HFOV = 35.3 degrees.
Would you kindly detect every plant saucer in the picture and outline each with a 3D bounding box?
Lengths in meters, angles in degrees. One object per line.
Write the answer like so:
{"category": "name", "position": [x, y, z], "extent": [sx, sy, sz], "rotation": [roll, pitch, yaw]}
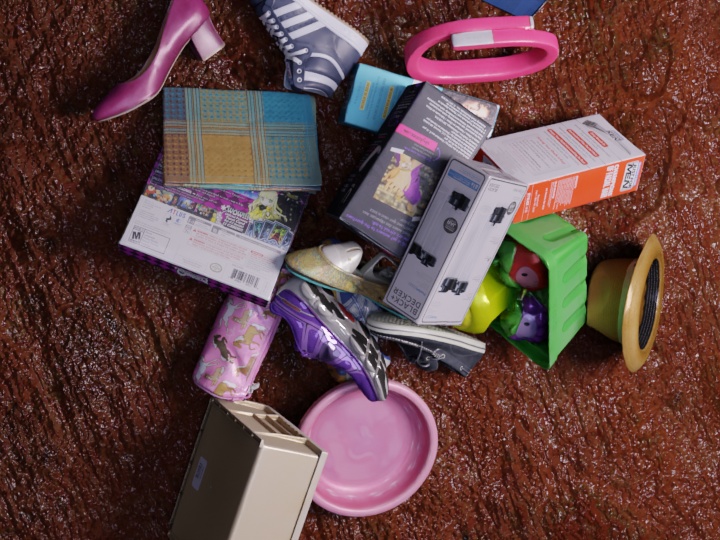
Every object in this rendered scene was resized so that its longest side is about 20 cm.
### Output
{"category": "plant saucer", "position": [0.003, 0.234, 1.534], "extent": [0.200, 0.051, 0.201], "rotation": [-5, 109, -14]}

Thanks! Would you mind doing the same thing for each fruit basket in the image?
{"category": "fruit basket", "position": [0.187, 0.031, 1.484], "extent": [0.215, 0.155, 0.216], "rotation": [-23, 132, -28]}

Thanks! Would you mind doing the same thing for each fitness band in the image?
{"category": "fitness band", "position": [0.156, -0.283, 1.464], "extent": [0.199, 0.144, 0.038], "rotation": [-4, 80, -7]}

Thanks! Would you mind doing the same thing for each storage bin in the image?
{"category": "storage bin", "position": [-0.154, 0.285, 1.452], "extent": [0.094, 0.198, 0.201], "rotation": [16, 94, -30]}

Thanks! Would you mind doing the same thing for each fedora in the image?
{"category": "fedora", "position": [0.360, 0.040, 1.551], "extent": [0.082, 0.200, 0.201], "rotation": [7, 97, 25]}

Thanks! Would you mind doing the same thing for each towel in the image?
{"category": "towel", "position": [-0.152, -0.167, 1.446], "extent": [0.199, 0.022, 0.147], "rotation": [1, 65, -12]}

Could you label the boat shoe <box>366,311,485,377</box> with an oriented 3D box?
{"category": "boat shoe", "position": [0.086, 0.101, 1.510], "extent": [0.200, 0.075, 0.062], "rotation": [19, 95, -40]}

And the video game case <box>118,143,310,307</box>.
{"category": "video game case", "position": [-0.179, -0.070, 1.430], "extent": [0.199, 0.036, 0.182], "rotation": [20, 66, -4]}

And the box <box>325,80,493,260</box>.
{"category": "box", "position": [0.058, -0.124, 1.423], "extent": [0.106, 0.122, 0.200], "rotation": [33, 90, -11]}

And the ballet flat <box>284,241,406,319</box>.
{"category": "ballet flat", "position": [0.000, 0.000, 1.431], "extent": [0.200, 0.071, 0.071], "rotation": [23, 92, -26]}

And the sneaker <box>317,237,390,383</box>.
{"category": "sneaker", "position": [-0.010, 0.048, 1.517], "extent": [0.088, 0.075, 0.201], "rotation": [-13, 108, -18]}

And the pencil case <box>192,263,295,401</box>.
{"category": "pencil case", "position": [-0.146, 0.072, 1.482], "extent": [0.086, 0.083, 0.201], "rotation": [23, 91, -13]}

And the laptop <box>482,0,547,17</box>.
{"category": "laptop", "position": [0.188, -0.454, 1.462], "extent": [0.200, 0.116, 0.187], "rotation": [41, 88, -13]}

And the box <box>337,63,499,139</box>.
{"category": "box", "position": [0.077, -0.208, 1.506], "extent": [0.199, 0.049, 0.083], "rotation": [14, 94, -12]}

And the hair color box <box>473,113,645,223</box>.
{"category": "hair color box", "position": [0.259, -0.137, 1.493], "extent": [0.199, 0.111, 0.064], "rotation": [-16, 133, -21]}

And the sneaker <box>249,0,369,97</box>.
{"category": "sneaker", "position": [-0.097, -0.300, 1.450], "extent": [0.200, 0.070, 0.109], "rotation": [30, 89, -16]}

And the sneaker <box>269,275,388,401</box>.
{"category": "sneaker", "position": [-0.038, 0.093, 1.452], "extent": [0.083, 0.081, 0.200], "rotation": [-37, 102, 17]}

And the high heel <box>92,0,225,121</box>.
{"category": "high heel", "position": [-0.271, -0.272, 1.420], "extent": [0.200, 0.067, 0.096], "rotation": [-40, 113, -19]}

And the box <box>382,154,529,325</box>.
{"category": "box", "position": [0.117, -0.033, 1.382], "extent": [0.060, 0.117, 0.200], "rotation": [32, 106, 30]}
